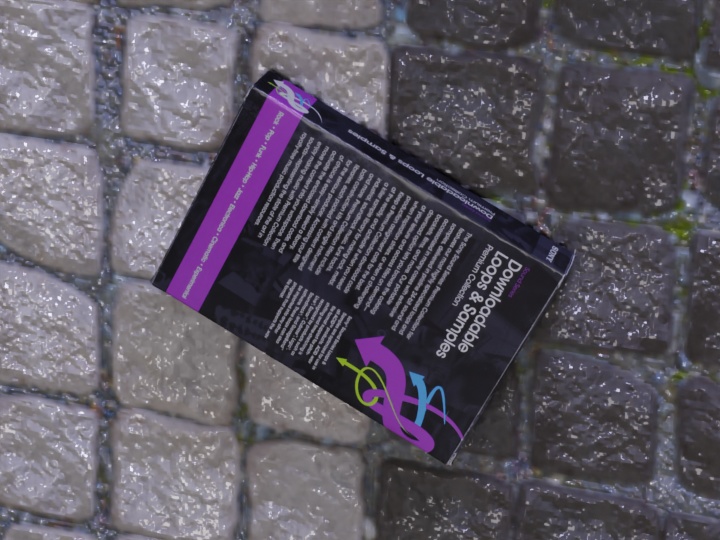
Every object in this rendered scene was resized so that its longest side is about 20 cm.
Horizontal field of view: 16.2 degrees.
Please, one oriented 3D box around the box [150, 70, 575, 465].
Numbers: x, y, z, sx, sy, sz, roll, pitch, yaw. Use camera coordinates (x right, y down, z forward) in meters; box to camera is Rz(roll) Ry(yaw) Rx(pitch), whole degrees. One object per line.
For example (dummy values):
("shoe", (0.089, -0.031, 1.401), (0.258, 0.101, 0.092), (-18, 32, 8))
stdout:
("box", (0.000, 0.000, 1.400), (0.200, 0.036, 0.143), (32, 119, 4))
